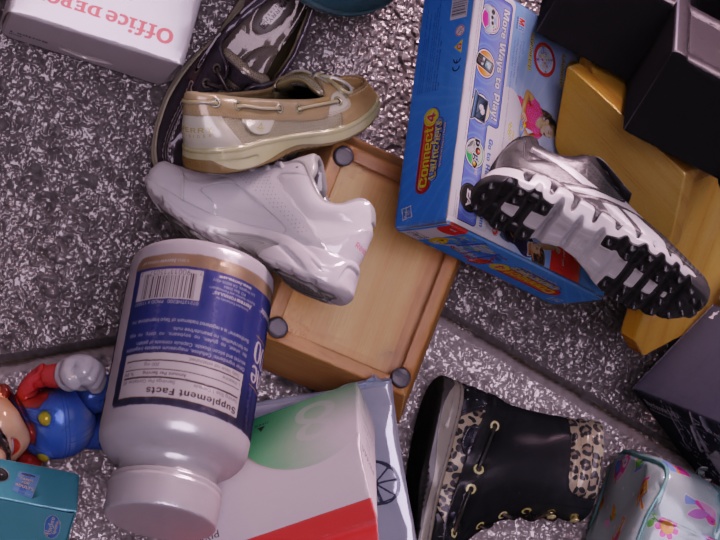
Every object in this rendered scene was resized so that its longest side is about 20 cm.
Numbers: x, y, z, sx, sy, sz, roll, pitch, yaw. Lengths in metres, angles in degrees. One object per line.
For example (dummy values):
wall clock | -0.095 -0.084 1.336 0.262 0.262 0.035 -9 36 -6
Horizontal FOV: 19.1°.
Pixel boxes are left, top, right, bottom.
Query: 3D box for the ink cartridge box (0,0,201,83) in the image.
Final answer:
ink cartridge box | -0.184 -0.264 1.665 0.145 0.084 0.202 15 82 -12

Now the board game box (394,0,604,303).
board game box | 0.122 -0.097 1.681 0.195 0.056 0.202 25 67 -43

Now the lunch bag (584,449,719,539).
lunch bag | 0.220 0.242 1.701 0.077 0.160 0.201 22 88 -6

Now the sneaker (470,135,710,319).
sneaker | 0.181 -0.040 1.609 0.199 0.067 0.091 29 47 -7

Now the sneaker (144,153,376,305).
sneaker | -0.071 -0.049 1.634 0.199 0.078 0.100 24 77 22

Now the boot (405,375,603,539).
boot | 0.109 0.198 1.719 0.153 0.073 0.205 12 85 -16

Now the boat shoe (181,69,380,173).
boat shoe | -0.059 -0.127 1.641 0.200 0.073 0.064 -21 114 -42

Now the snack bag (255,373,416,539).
snack bag | -0.051 0.192 1.668 0.187 0.021 0.202 -10 91 11

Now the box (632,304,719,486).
box | 0.343 0.141 1.693 0.104 0.200 0.182 -43 112 -12

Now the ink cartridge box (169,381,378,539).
ink cartridge box | -0.067 0.174 1.562 0.160 0.200 0.050 -20 115 10

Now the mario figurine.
mario figurine | -0.239 0.129 1.620 0.198 0.106 0.125 -6 88 -16

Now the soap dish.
soap dish | 0.000 0.000 1.698 0.156 0.081 0.201 23 81 -11

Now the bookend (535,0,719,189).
bookend | 0.224 -0.179 1.626 0.199 0.199 0.092 27 122 -6

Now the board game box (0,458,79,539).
board game box | -0.322 0.202 1.584 0.199 0.047 0.152 13 121 -13

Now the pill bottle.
pill bottle | -0.129 0.088 1.562 0.110 0.111 0.201 14 65 -13

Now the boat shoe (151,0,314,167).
boat shoe | -0.098 -0.156 1.690 0.072 0.065 0.201 36 80 -11

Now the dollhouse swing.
dollhouse swing | 0.237 -0.067 1.737 0.182 0.176 0.199 44 38 19

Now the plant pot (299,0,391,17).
plant pot | 0.035 -0.313 1.633 0.199 0.187 0.202 9 77 -40
